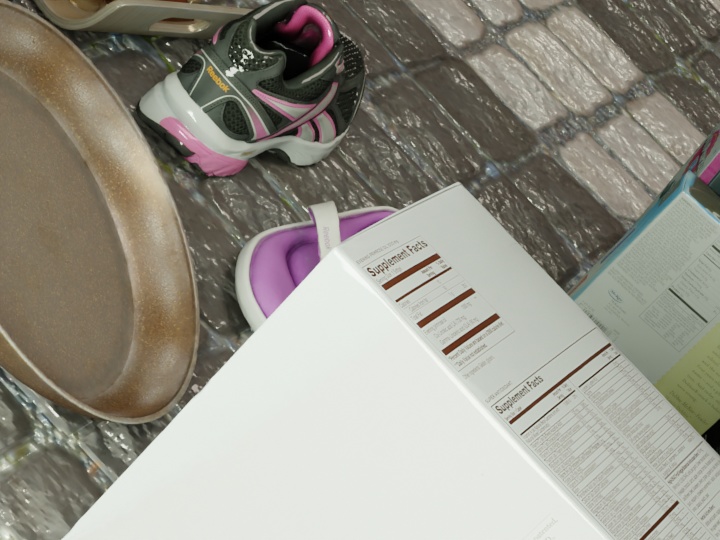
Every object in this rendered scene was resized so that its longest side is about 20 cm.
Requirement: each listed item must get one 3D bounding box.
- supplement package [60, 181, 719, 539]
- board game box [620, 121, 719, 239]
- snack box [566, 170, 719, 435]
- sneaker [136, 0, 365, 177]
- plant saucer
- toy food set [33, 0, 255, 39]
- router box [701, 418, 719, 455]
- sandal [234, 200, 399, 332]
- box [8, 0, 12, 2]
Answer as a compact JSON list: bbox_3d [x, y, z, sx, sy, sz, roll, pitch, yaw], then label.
[{"bbox_3d":[0.025,0.109,1.133,0.200,0.191,0.147,47,24,7],"label":"supplement package"},{"bbox_3d":[0.247,-0.014,1.626,0.147,0.200,0.064,36,30,-3],"label":"board game box"},{"bbox_3d":[0.222,0.051,1.605,0.200,0.116,0.037,41,25,-6],"label":"snack box"},{"bbox_3d":[-0.035,-0.107,1.503,0.080,0.086,0.200,46,24,3],"label":"sneaker"},{"bbox_3d":[-0.140,-0.022,1.223,0.200,0.032,0.201,45,31,-37],"label":"plant saucer"},{"bbox_3d":[-0.147,-0.206,1.521,0.200,0.060,0.143,53,27,19],"label":"toy food set"},{"bbox_3d":[0.242,0.175,1.517,0.149,0.051,0.200,40,25,-11],"label":"router box"},{"bbox_3d":[-0.005,-0.005,1.433,0.082,0.050,0.203,45,25,4],"label":"sandal"},{"bbox_3d":[-0.266,-0.166,1.213,0.200,0.124,0.197,45,27,4],"label":"box"}]
